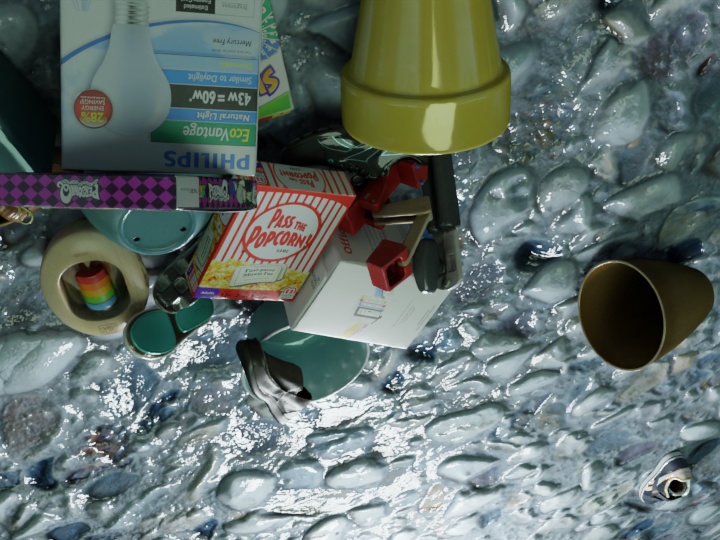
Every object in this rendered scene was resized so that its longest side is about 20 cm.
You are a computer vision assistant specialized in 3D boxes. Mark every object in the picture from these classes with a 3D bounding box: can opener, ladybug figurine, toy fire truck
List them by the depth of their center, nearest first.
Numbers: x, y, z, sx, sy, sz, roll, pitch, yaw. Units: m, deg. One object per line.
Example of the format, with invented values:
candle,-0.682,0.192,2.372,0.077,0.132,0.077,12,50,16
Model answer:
toy fire truck,0.042,-0.078,1.174,0.200,0.140,0.049,-49,144,-24
ladybug figurine,-0.350,0.007,1.207,0.134,0.072,0.202,-11,138,-11
can opener,0.104,-0.070,1.230,0.066,0.203,0.052,8,163,-38

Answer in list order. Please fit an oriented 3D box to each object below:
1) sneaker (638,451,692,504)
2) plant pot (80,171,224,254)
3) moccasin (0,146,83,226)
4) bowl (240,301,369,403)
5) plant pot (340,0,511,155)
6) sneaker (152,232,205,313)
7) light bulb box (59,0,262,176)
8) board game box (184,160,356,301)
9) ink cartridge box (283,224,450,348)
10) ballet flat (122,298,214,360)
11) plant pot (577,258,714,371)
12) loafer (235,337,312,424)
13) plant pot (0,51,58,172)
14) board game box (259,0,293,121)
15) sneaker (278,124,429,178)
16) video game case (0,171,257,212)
sneaker,0.742,0.529,2.224,0.077,0.080,0.201,-8,139,-16
plant pot,-0.251,-0.098,1.092,0.197,0.136,0.202,-12,139,-11
moccasin,-0.402,-0.086,1.043,0.199,0.078,0.074,-12,135,19
bowl,-0.094,0.105,1.396,0.198,0.106,0.202,-12,137,-11
plant pot,0.074,-0.258,1.034,0.198,0.201,0.191,-10,122,-13
sneaker,-0.201,-0.024,1.250,0.199,0.088,0.075,-34,106,-9
light bulb box,-0.204,-0.206,0.934,0.195,0.125,0.203,0,105,-14
board game box,-0.116,-0.045,1.151,0.150,0.047,0.201,3,136,-34
ink cartridge box,0.000,0.000,1.293,0.198,0.148,0.145,12,129,-32
ballet flat,-0.276,0.080,1.261,0.070,0.069,0.200,-47,174,26
plant pot,0.510,0.059,1.569,0.198,0.187,0.188,-11,140,-32
loafer,-0.120,0.148,1.306,0.071,0.073,0.201,-26,147,-2
plant pot,-0.432,-0.172,0.938,0.140,0.142,0.201,-25,128,5
board game box,-0.138,-0.247,1.067,0.094,0.030,0.201,-17,141,-5
sneaker,-0.005,-0.151,1.154,0.197,0.075,0.080,-13,97,7
video game case,-0.227,-0.078,0.910,0.197,0.036,0.181,3,-175,17
